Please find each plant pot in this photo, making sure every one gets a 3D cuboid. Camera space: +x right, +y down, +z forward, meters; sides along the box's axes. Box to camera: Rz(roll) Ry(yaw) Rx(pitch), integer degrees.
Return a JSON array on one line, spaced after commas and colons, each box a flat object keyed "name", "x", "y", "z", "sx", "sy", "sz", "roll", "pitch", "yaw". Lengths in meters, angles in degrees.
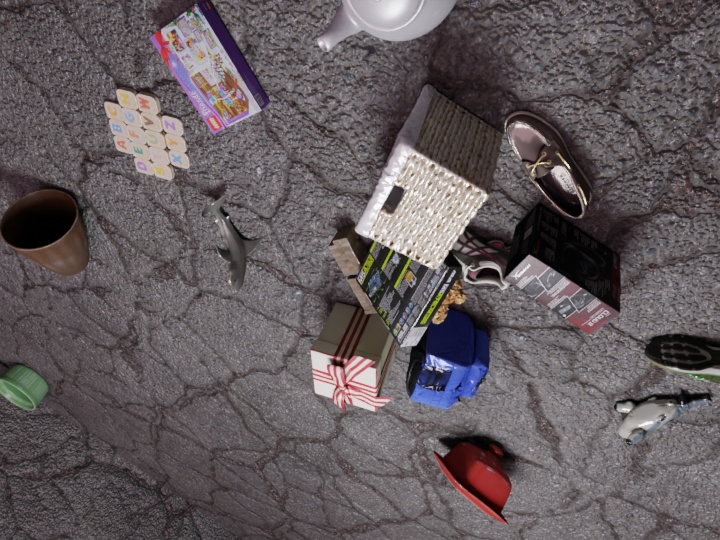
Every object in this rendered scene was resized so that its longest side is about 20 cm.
[{"name": "plant pot", "x": -0.806, "y": -0.076, "z": 1.425, "sx": 0.184, "sy": 0.189, "sz": 0.201, "roll": 19, "pitch": 149, "yaw": 9}]

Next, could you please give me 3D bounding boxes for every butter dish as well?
[{"name": "butter dish", "x": 0.320, "y": 0.527, "z": 1.421, "sx": 0.199, "sy": 0.148, "sz": 0.200, "roll": 41, "pitch": 176, "yaw": -13}]

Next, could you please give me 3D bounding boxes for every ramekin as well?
[{"name": "ramekin", "x": -1.428, "y": 0.490, "z": 2.275, "sx": 0.197, "sy": 0.098, "sz": 0.202, "roll": 14, "pitch": 134, "yaw": 14}]

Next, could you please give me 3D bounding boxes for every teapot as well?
[{"name": "teapot", "x": 0.046, "y": -0.399, "z": 0.721, "sx": 0.194, "sy": 0.147, "sz": 0.202, "roll": 14, "pitch": 133, "yaw": 13}]

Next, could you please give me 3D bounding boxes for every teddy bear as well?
[{"name": "teddy bear", "x": 0.122, "y": 0.036, "z": 1.075, "sx": 0.199, "sy": 0.066, "sz": 0.147, "roll": 29, "pitch": 137, "yaw": 54}]

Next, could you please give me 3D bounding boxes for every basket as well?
[{"name": "basket", "x": 0.112, "y": -0.148, "z": 0.876, "sx": 0.159, "sy": 0.201, "sz": 0.199, "roll": 28, "pitch": 135, "yaw": -2}]

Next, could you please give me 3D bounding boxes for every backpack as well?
[{"name": "backpack", "x": 0.185, "y": 0.212, "z": 1.185, "sx": 0.165, "sy": 0.164, "sz": 0.202, "roll": 20, "pitch": 134, "yaw": 4}]

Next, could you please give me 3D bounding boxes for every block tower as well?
[{"name": "block tower", "x": 0.000, "y": 0.000, "z": 1.165, "sx": 0.053, "sy": 0.058, "sz": 0.202, "roll": -9, "pitch": 123, "yaw": 32}]

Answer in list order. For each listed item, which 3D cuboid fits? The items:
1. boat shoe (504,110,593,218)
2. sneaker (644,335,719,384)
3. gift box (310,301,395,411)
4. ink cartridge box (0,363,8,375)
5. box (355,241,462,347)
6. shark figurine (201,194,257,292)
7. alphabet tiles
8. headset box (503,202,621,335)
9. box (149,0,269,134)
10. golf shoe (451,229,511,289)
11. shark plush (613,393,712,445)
[{"name": "boat shoe", "x": 0.301, "y": -0.167, "z": 0.862, "sx": 0.200, "sy": 0.060, "sz": 0.071, "roll": 45, "pitch": 134, "yaw": -16}, {"name": "sneaker", "x": 0.637, "y": 0.184, "z": 1.005, "sx": 0.197, "sy": 0.078, "sz": 0.089, "roll": 10, "pitch": 141, "yaw": 22}, {"name": "gift box", "x": -0.003, "y": 0.206, "z": 1.255, "sx": 0.197, "sy": 0.188, "sz": 0.187, "roll": 10, "pitch": 133, "yaw": 19}, {"name": "ink cartridge box", "x": -1.650, "y": 0.427, "z": 2.302, "sx": 0.199, "sy": 0.083, "sz": 0.147, "roll": 41, "pitch": 106, "yaw": -12}, {"name": "box", "x": 0.083, "y": 0.007, "z": 1.017, "sx": 0.047, "sy": 0.194, "sz": 0.202, "roll": 1, "pitch": 130, "yaw": -35}, {"name": "shark figurine", "x": -0.287, "y": -0.074, "z": 1.244, "sx": 0.088, "sy": 0.128, "sz": 0.218, "roll": -12, "pitch": 108, "yaw": 4}, {"name": "alphabet tiles", "x": -0.462, "y": -0.291, "z": 1.163, "sx": 0.193, "sy": 0.015, "sz": 0.202, "roll": 17, "pitch": 135, "yaw": 12}, {"name": "headset box", "x": 0.357, "y": 0.000, "z": 0.920, "sx": 0.198, "sy": 0.150, "sz": 0.077, "roll": 32, "pitch": 136, "yaw": -5}, {"name": "box", "x": -0.274, "y": -0.366, "z": 0.985, "sx": 0.135, "sy": 0.039, "sz": 0.201, "roll": -12, "pitch": 123, "yaw": 33}, {"name": "golf shoe", "x": 0.201, "y": -0.027, "z": 1.019, "sx": 0.197, "sy": 0.089, "sz": 0.078, "roll": 15, "pitch": 136, "yaw": 16}, {"name": "shark plush", "x": 0.631, "y": 0.299, "z": 1.138, "sx": 0.083, "sy": 0.092, "sz": 0.200, "roll": 29, "pitch": 118, "yaw": -29}]
